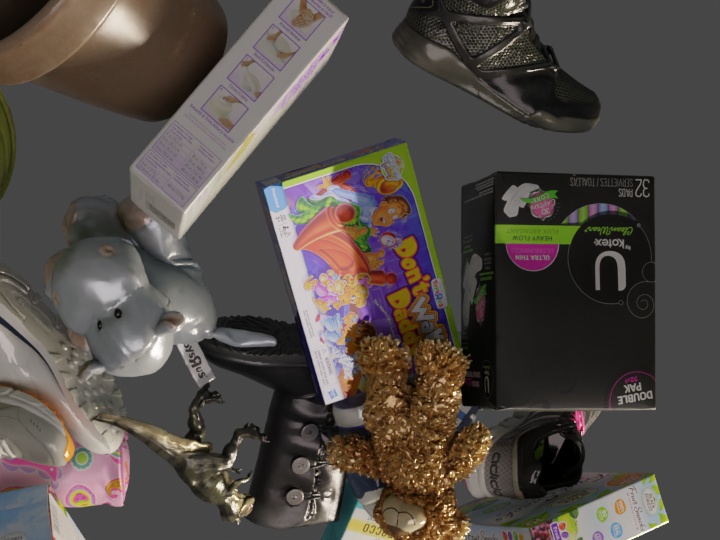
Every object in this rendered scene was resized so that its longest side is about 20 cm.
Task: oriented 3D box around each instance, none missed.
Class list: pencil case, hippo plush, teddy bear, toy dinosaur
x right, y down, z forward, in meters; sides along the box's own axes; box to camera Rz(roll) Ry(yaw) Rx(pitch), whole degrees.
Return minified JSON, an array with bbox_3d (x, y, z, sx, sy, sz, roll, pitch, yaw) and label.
[{"bbox_3d":[-0.311,0.178,1.409,0.198,0.088,0.088,-1,117,-8],"label":"pencil case"},{"bbox_3d":[-0.203,0.039,1.290,0.158,0.161,0.201,-29,99,19],"label":"hippo plush"},{"bbox_3d":[0.043,0.150,1.328,0.144,0.067,0.202,17,108,3],"label":"teddy bear"},{"bbox_3d":[-0.140,0.157,1.383,0.088,0.047,0.200,-47,124,-2],"label":"toy dinosaur"}]

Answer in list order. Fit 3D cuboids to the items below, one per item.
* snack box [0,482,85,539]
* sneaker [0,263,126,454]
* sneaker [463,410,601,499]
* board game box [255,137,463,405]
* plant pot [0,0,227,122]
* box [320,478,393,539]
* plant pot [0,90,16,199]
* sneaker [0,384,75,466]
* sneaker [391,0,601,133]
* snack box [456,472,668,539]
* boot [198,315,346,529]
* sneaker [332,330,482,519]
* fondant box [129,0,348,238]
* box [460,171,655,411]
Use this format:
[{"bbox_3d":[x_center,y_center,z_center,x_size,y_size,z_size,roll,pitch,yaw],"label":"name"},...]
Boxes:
[{"bbox_3d":[-0.338,0.275,1.407,0.167,0.068,0.201,-12,151,-1],"label":"snack box"},{"bbox_3d":[-0.289,0.089,1.367,0.080,0.076,0.201,-36,98,17],"label":"sneaker"},{"bbox_3d":[0.183,0.157,1.436,0.199,0.087,0.074,-31,120,-42],"label":"sneaker"},{"bbox_3d":[0.000,0.000,1.358,0.133,0.045,0.202,-18,103,-9],"label":"board game box"},{"bbox_3d":[-0.197,-0.207,1.195,0.200,0.201,0.174,-45,132,13],"label":"plant pot"},{"bbox_3d":[0.018,0.248,1.520,0.082,0.049,0.202,16,112,-17],"label":"box"},{"bbox_3d":[-0.376,-0.066,1.214,0.198,0.193,0.202,-4,117,-8],"label":"plant pot"},{"bbox_3d":[-0.343,0.146,1.339,0.198,0.092,0.076,14,141,19],"label":"sneaker"},{"bbox_3d":[0.137,-0.194,1.305,0.198,0.076,0.115,27,116,-15],"label":"sneaker"},{"bbox_3d":[0.170,0.233,1.437,0.141,0.200,0.054,-20,92,-25],"label":"snack box"},{"bbox_3d":[-0.085,0.147,1.449,0.163,0.066,0.202,6,119,-11],"label":"boot"},{"bbox_3d":[0.073,0.153,1.435,0.199,0.080,0.148,-25,108,-22],"label":"sneaker"},{"bbox_3d":[-0.099,-0.126,1.220,0.058,0.144,0.201,38,80,-3],"label":"fondant box"},{"bbox_3d":[0.171,0.021,1.349,0.147,0.124,0.202,1,88,-10],"label":"box"}]
